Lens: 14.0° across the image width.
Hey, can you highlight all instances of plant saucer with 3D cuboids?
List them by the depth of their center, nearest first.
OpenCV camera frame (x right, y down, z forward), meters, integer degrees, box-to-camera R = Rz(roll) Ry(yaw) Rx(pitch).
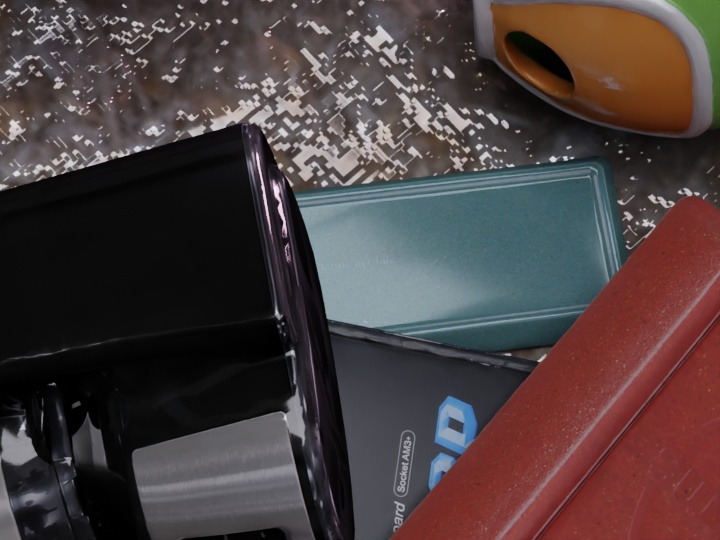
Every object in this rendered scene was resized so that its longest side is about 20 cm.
[{"bbox_3d":[0.132,0.103,0.985,0.200,0.037,0.200,45,65,-6],"label":"plant saucer"},{"bbox_3d":[0.000,0.000,1.051,0.200,0.019,0.070,-7,74,-9],"label":"plant saucer"}]

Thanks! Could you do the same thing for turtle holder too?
[{"bbox_3d":[0.102,-0.139,1.039,0.132,0.141,0.186,-5,88,3],"label":"turtle holder"}]

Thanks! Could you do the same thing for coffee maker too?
[{"bbox_3d":[-0.113,0.019,0.922,0.200,0.135,0.192,-13,92,1],"label":"coffee maker"}]

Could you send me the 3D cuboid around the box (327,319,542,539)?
[{"bbox_3d":[0.026,0.126,0.993,0.159,0.046,0.200,12,72,-9],"label":"box"}]
